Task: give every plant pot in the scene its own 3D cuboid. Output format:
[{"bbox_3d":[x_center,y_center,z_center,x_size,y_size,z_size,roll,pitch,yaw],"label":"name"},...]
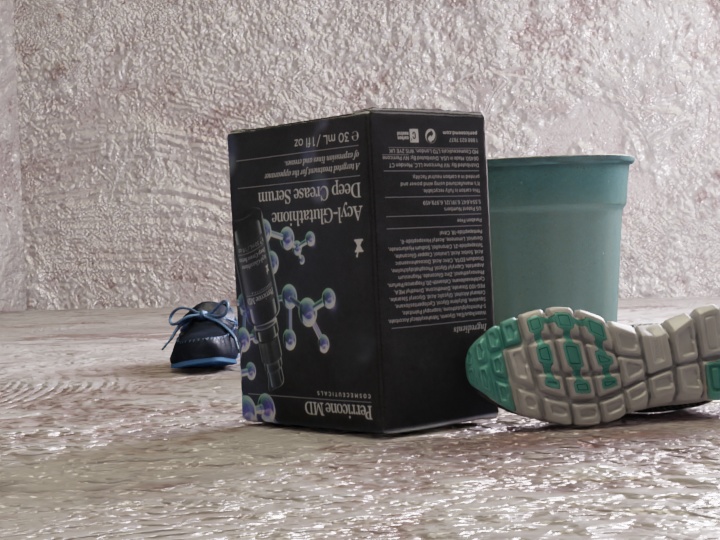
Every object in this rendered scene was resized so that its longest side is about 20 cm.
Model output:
[{"bbox_3d":[0.181,-0.013,1.485,0.200,0.197,0.200,-3,1,0],"label":"plant pot"}]

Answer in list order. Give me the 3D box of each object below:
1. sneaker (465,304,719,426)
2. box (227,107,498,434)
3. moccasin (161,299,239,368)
[{"bbox_3d":[0.159,0.068,0.953,0.199,0.078,0.091,1,-16,-14],"label":"sneaker"},{"bbox_3d":[0.000,0.000,0.972,0.107,0.201,0.148,-4,1,-41],"label":"box"},{"bbox_3d":[-0.164,0.064,1.521,0.080,0.068,0.200,-2,1,-4],"label":"moccasin"}]
